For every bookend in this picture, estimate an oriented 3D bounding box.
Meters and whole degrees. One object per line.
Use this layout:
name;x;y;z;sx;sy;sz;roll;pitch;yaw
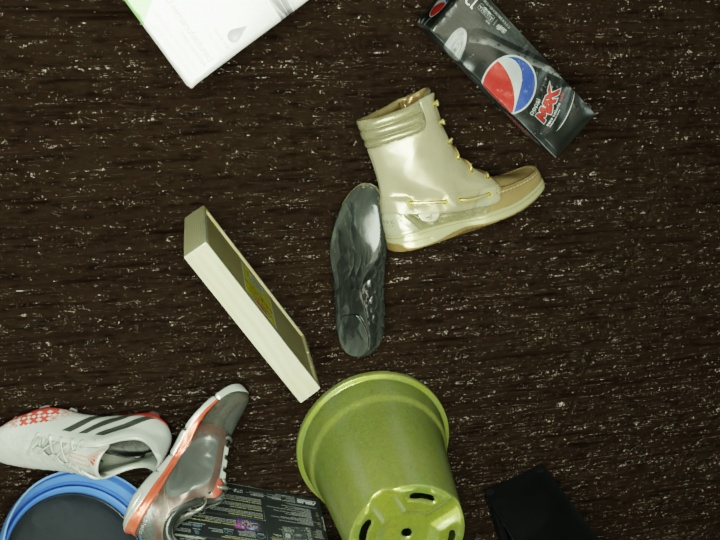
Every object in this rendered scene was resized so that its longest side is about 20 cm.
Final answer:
bookend;0.255;0.397;1.012;0.091;0.199;0.202;-21;114;-5

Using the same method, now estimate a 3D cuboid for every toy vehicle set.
toy vehicle set;-0.116;0.033;0.837;0.026;0.124;0.201;-34;113;3

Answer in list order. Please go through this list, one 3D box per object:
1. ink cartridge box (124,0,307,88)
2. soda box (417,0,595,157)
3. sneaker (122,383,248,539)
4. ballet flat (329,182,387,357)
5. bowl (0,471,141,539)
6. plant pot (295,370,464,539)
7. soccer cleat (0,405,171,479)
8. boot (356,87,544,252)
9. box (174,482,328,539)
ink cartridge box;-0.124;-0.292;0.734;0.199;0.084;0.146;-36;113;3
soda box;0.153;-0.212;0.831;0.199;0.071;0.063;39;102;-22
sneaker;-0.172;0.221;0.878;0.081;0.077;0.201;29;62;11
ballet flat;0.000;0.000;0.899;0.066;0.057;0.203;7;106;15
bowl;-0.304;0.321;0.872;0.200;0.202;0.039;36;124;-22
plant pot;0.033;0.250;0.918;0.198;0.184;0.203;-4;111;-10
soccer cleat;-0.311;0.196;0.878;0.197;0.085;0.070;2;110;-13
boot;0.100;-0.123;0.854;0.198;0.073;0.157;-20;104;-14
box;-0.134;0.316;0.921;0.198;0.160;0.044;15;108;-18
